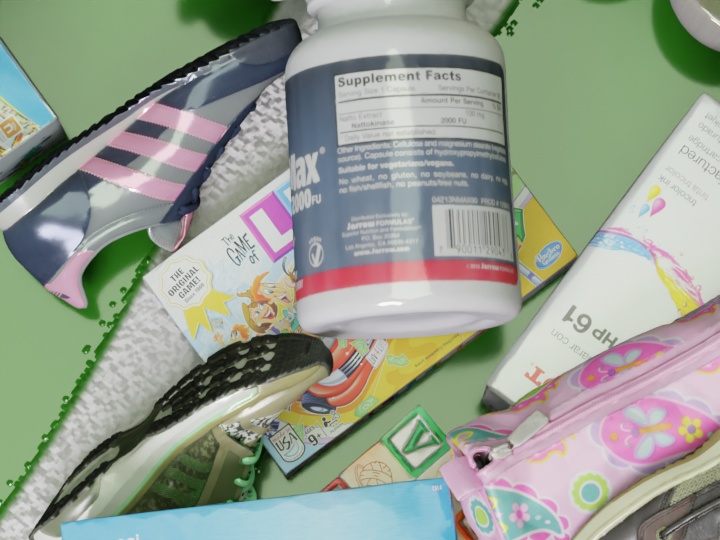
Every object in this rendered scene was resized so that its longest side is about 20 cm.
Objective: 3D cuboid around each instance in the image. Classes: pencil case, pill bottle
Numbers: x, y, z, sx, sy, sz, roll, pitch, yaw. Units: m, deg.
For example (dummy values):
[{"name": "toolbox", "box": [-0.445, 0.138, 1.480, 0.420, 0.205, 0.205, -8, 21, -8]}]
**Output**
[{"name": "pencil case", "box": [0.137, 0.077, 1.330, 0.199, 0.087, 0.088, -27, 83, -2]}, {"name": "pill bottle", "box": [0.020, -0.071, 1.383, 0.119, 0.120, 0.202, -3, 81, 0]}]

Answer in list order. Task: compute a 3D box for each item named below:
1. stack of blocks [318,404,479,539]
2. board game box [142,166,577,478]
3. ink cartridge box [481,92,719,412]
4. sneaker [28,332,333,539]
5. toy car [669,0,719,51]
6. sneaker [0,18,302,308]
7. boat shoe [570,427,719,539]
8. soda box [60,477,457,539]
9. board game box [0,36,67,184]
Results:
[{"name": "stack of blocks", "box": [0.074, 0.167, 1.415, 0.115, 0.059, 0.200, -41, 84, -5]}, {"name": "board game box", "box": [0.000, 0.000, 1.450, 0.199, 0.034, 0.135, -37, 83, -4]}, {"name": "ink cartridge box", "box": [0.178, 0.032, 1.420, 0.144, 0.085, 0.201, 36, 86, 5]}, {"name": "sneaker", "box": [-0.079, 0.107, 1.407, 0.200, 0.077, 0.089, -36, 105, 23]}, {"name": "toy car", "box": [0.208, -0.232, 1.435, 0.199, 0.175, 0.150, 36, 47, 5]}, {"name": "sneaker", "box": [-0.103, -0.059, 1.451, 0.199, 0.070, 0.082, -34, 99, -1]}, {"name": "boat shoe", "box": [0.172, 0.129, 1.285, 0.201, 0.072, 0.066, -40, 44, 10]}, {"name": "soda box", "box": [-0.049, 0.153, 1.351, 0.198, 0.064, 0.068, -7, 77, -1]}, {"name": "board game box", "box": [-0.284, -0.078, 1.450, 0.199, 0.064, 0.148, -36, 84, -5]}]
